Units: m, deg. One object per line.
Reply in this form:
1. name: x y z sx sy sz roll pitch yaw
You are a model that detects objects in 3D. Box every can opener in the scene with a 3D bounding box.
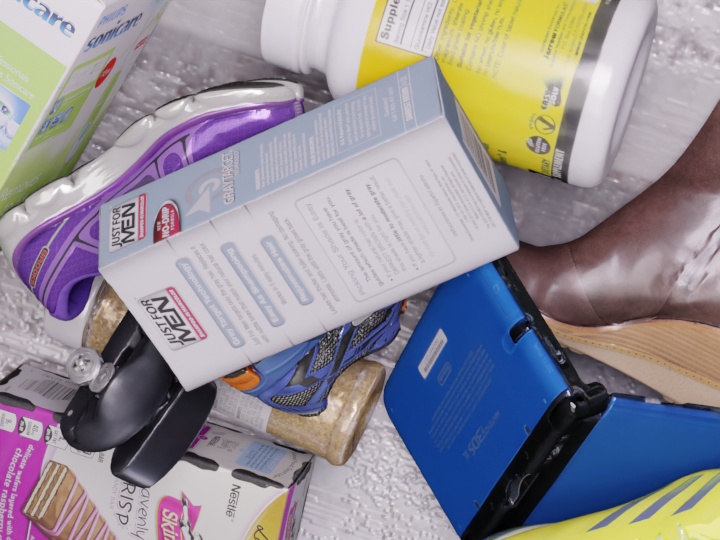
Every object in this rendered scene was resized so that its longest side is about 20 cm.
1. can opener: -0.105 0.023 1.339 0.063 0.079 0.201 17 75 45

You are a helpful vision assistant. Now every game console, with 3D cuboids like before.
1. game console: 0.119 0.079 1.317 0.171 0.118 0.200 60 152 20

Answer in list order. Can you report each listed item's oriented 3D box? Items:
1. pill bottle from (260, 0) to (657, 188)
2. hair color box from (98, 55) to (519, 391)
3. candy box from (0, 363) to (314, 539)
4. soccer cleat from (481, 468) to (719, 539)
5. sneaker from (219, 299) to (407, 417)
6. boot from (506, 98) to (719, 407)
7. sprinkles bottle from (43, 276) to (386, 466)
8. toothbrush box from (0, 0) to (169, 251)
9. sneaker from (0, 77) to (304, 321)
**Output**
1. pill bottle: 0.052 -0.125 1.272 0.199 0.112 0.113 18 111 10
2. hair color box: -0.028 -0.023 1.230 0.199 0.061 0.099 -24 126 12
3. candy box: -0.141 0.154 1.443 0.199 0.061 0.137 16 110 10
4. soccer cleat: 0.138 0.157 1.260 0.200 0.084 0.065 -19 89 29
5. sneaker: 0.000 0.000 1.331 0.200 0.075 0.078 -46 129 -4
6. boot: 0.166 -0.026 1.311 0.199 0.072 0.167 28 98 11
7. sprinkles bottle: -0.087 0.047 1.390 0.199 0.068 0.068 24 112 7
8. toothbrush box: -0.197 -0.107 1.330 0.086 0.146 0.200 34 112 4
9. sneaker: -0.106 -0.040 1.299 0.200 0.081 0.084 -33 86 21
